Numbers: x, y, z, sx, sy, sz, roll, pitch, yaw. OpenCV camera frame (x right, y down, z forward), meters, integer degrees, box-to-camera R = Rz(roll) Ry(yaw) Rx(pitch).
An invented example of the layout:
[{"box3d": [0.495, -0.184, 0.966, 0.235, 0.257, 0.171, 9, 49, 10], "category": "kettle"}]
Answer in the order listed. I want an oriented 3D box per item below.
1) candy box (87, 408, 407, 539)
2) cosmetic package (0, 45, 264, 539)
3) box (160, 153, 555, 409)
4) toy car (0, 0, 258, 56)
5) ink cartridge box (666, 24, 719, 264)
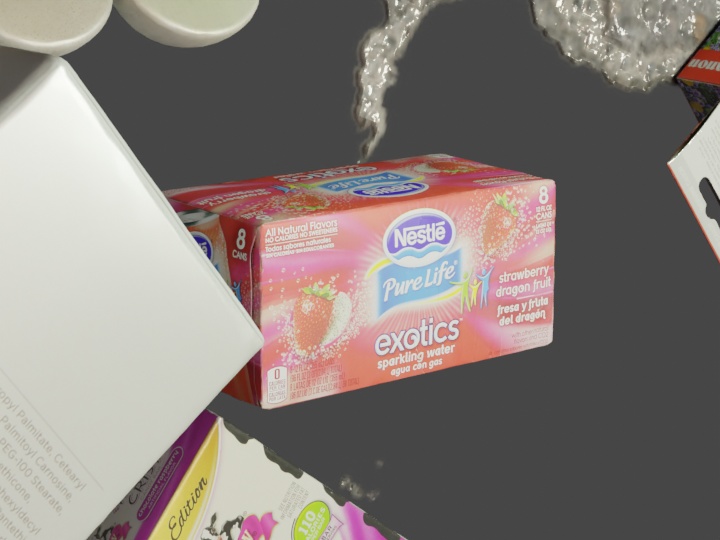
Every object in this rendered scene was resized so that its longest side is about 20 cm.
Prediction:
[{"box3d": [-0.059, 0.171, 0.962, 0.200, 0.061, 0.137, 37, 78, -38], "category": "candy box"}, {"box3d": [-0.186, 0.027, 0.754, 0.200, 0.167, 0.167, -47, 124, -19], "category": "cosmetic package"}, {"box3d": [0.000, 0.000, 0.942, 0.198, 0.099, 0.097, -10, 107, -36], "category": "box"}, {"box3d": [-0.102, -0.193, 0.796, 0.198, 0.175, 0.151, -10, 71, -36], "category": "toy car"}, {"box3d": [0.259, -0.106, 1.159, 0.200, 0.050, 0.109, -49, 126, -18], "category": "ink cartridge box"}]
